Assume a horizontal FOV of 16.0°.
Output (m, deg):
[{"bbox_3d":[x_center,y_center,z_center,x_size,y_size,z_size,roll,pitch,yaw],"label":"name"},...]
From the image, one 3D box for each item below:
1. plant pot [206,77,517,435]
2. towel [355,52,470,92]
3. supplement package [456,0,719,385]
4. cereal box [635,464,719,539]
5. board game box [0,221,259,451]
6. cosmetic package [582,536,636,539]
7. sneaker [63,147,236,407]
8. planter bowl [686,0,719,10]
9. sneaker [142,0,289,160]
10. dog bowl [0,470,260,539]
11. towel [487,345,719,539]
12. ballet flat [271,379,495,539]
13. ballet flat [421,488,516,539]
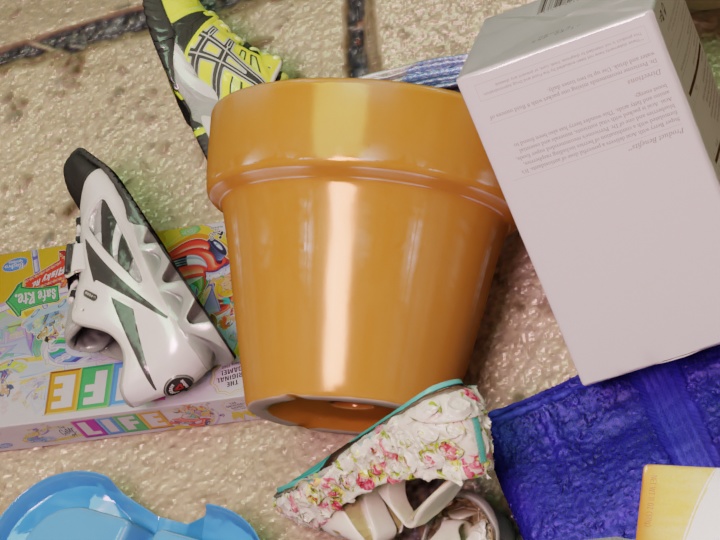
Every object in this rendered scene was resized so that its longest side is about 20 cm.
[{"bbox_3d":[0.000,0.000,1.556,0.199,0.200,0.184,-1,76,23],"label":"plant pot"},{"bbox_3d":[0.091,-0.109,1.603,0.199,0.147,0.024,-11,76,15],"label":"towel"},{"bbox_3d":[0.153,-0.058,1.477,0.121,0.201,0.120,-18,17,17],"label":"supplement package"},{"bbox_3d":[0.234,0.175,1.296,0.199,0.040,0.145,0,74,27],"label":"cereal box"},{"bbox_3d":[-0.149,0.042,1.678,0.199,0.034,0.135,-8,58,19],"label":"board game box"},{"bbox_3d":[0.061,0.204,1.399,0.199,0.074,0.102,-6,86,-8],"label":"cosmetic package"},{"bbox_3d":[-0.163,0.004,1.639,0.088,0.074,0.200,-33,53,-1],"label":"sneaker"},{"bbox_3d":[0.202,-0.245,1.623,0.135,0.200,0.201,-39,47,32],"label":"planter bowl"},{"bbox_3d":[-0.089,-0.128,1.742,0.076,0.075,0.200,-26,63,-2],"label":"sneaker"},{"bbox_3d":[-0.138,0.193,1.570,0.199,0.050,0.112,12,66,28],"label":"dog bowl"},{"bbox_3d":[0.175,0.102,1.490,0.199,0.050,0.148,-27,53,6],"label":"towel"},{"bbox_3d":[0.012,0.125,1.495,0.075,0.200,0.064,-17,78,-35],"label":"ballet flat"},{"bbox_3d":[0.042,0.219,1.467,0.067,0.064,0.201,2,61,24],"label":"ballet flat"}]
